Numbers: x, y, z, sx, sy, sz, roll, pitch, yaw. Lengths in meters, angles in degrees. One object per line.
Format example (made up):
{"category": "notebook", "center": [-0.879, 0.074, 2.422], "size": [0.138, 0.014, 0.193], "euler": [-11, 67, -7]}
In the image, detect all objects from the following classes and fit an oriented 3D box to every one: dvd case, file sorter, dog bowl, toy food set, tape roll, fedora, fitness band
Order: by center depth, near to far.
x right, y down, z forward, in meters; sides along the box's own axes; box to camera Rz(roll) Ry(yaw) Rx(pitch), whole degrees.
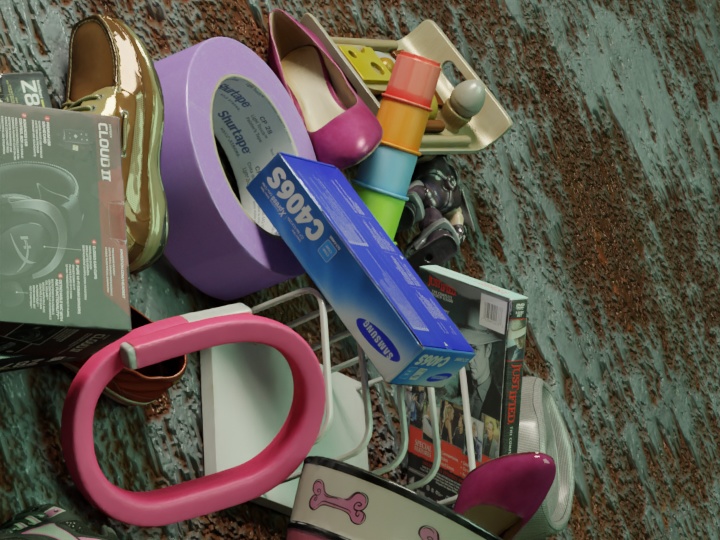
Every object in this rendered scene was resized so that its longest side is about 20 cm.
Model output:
{"category": "fitness band", "center": [-0.117, 0.104, 1.560], "size": [0.199, 0.037, 0.145], "euler": [-14, 109, -26]}
{"category": "dog bowl", "center": [0.032, 0.214, 1.606], "size": [0.200, 0.199, 0.074], "euler": [39, 73, -39]}
{"category": "file sorter", "center": [-0.017, 0.112, 1.732], "size": [0.199, 0.124, 0.140], "euler": [27, 50, -47]}
{"category": "tape roll", "center": [-0.107, -0.081, 1.746], "size": [0.200, 0.065, 0.201], "euler": [44, 35, -43]}
{"category": "dvd case", "center": [0.086, 0.107, 1.812], "size": [0.022, 0.146, 0.202], "euler": [-4, 102, -29]}
{"category": "fedora", "center": [0.135, 0.163, 1.936], "size": [0.177, 0.090, 0.201], "euler": [49, 32, -52]}
{"category": "toy food set", "center": [0.043, -0.178, 2.003], "size": [0.199, 0.060, 0.144], "euler": [-4, 52, -54]}

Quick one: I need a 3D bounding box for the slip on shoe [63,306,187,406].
{"category": "slip on shoe", "center": [-0.202, 0.034, 1.550], "size": [0.200, 0.061, 0.075], "euler": [34, 47, -36]}

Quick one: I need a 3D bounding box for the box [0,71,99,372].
{"category": "box", "center": [-0.265, -0.031, 1.464], "size": [0.160, 0.049, 0.202], "euler": [-9, 78, -36]}

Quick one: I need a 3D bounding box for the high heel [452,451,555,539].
{"category": "high heel", "center": [0.091, 0.226, 1.717], "size": [0.067, 0.200, 0.097], "euler": [23, 40, -20]}

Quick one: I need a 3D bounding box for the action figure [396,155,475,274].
{"category": "action figure", "center": [0.055, -0.061, 2.001], "size": [0.131, 0.069, 0.200], "euler": [55, 19, -10]}

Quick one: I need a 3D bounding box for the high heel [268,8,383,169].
{"category": "high heel", "center": [-0.036, -0.156, 1.856], "size": [0.096, 0.067, 0.200], "euler": [60, 5, -27]}

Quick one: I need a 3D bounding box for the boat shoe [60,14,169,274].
{"category": "boat shoe", "center": [-0.193, -0.099, 1.636], "size": [0.074, 0.075, 0.202], "euler": [12, 61, -50]}

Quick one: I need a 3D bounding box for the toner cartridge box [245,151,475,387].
{"category": "toner cartridge box", "center": [0.000, 0.000, 1.690], "size": [0.200, 0.043, 0.095], "euler": [54, 20, 22]}

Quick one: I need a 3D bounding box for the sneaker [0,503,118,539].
{"category": "sneaker", "center": [-0.221, 0.193, 1.434], "size": [0.200, 0.080, 0.087], "euler": [32, 34, -55]}

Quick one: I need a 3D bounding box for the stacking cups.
{"category": "stacking cups", "center": [0.025, -0.086, 1.876], "size": [0.060, 0.060, 0.202], "euler": [18, 92, -52]}

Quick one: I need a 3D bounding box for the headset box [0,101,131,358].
{"category": "headset box", "center": [-0.236, -0.028, 1.403], "size": [0.199, 0.077, 0.150], "euler": [5, 72, -34]}
